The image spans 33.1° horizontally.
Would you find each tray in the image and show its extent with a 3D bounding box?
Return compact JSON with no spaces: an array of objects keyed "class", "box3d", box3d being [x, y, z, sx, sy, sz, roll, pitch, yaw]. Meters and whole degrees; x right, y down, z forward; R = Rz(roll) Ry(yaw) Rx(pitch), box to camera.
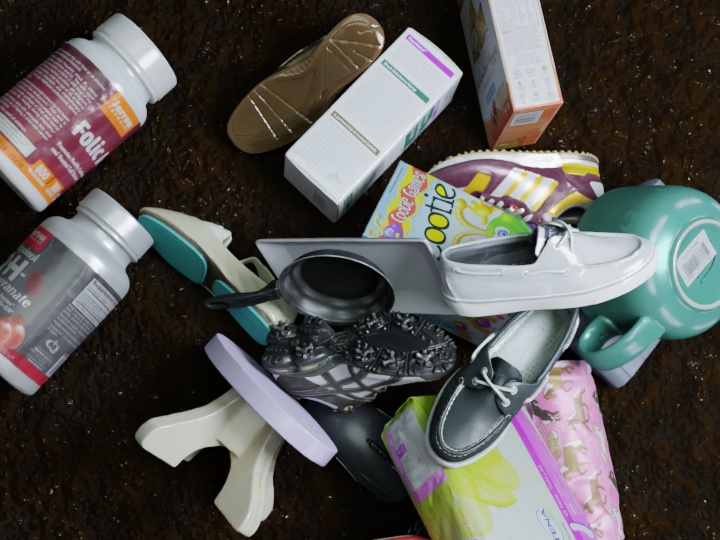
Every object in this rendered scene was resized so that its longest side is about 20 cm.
[{"class":"tray","box3d":[0.000,0.000,1.202,0.200,0.107,0.022,1,47,33]}]

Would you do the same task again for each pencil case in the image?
[{"class":"pencil case","box3d":[0.210,0.188,1.234,0.083,0.087,0.200,-13,77,23]}]

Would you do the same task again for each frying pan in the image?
[{"class":"frying pan","box3d":[-0.051,0.026,1.195,0.115,0.190,0.031,40,45,-35]}]

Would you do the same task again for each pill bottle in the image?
[{"class":"pill bottle","box3d":[-0.295,-0.165,1.248,0.200,0.114,0.114,-43,85,-11]},{"class":"pill bottle","box3d":[-0.303,0.017,1.211,0.111,0.111,0.200,40,78,4]}]

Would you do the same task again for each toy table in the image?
[{"class":"toy table","box3d":[-0.119,0.160,1.175,0.117,0.200,0.184,-49,119,-2]}]

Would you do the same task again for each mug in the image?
[{"class":"mug","box3d":[0.299,0.008,1.195,0.152,0.114,0.185,2,91,-30]}]

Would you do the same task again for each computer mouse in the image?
[{"class":"computer mouse","box3d":[0.045,0.172,1.240,0.140,0.046,0.200,-43,85,-12]}]

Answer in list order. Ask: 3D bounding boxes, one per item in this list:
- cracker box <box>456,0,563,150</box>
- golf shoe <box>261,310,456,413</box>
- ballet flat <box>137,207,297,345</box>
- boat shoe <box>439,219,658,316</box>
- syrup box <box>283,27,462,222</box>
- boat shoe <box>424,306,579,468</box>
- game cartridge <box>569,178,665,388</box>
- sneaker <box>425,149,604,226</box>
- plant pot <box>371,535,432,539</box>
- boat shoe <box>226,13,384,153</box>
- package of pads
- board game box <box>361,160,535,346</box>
[{"class":"cracker box","box3d":[0.154,-0.244,1.293,0.058,0.134,0.200,-9,78,-6]},{"class":"golf shoe","box3d":[0.005,0.094,1.193,0.200,0.095,0.078,2,45,24]},{"class":"ballet flat","box3d":[-0.143,-0.005,1.259,0.200,0.069,0.069,44,78,3]},{"class":"boat shoe","box3d":[0.170,-0.012,1.109,0.200,0.069,0.072,-6,38,12]},{"class":"syrup box","box3d":[0.013,-0.155,1.290,0.081,0.079,0.200,43,78,5]},{"class":"boat shoe","box3d":[0.130,0.094,1.113,0.076,0.060,0.200,34,66,7]},{"class":"game cartridge","box3d":[0.285,0.007,1.280,0.133,0.041,0.200,42,77,-13]},{"class":"sneaker","box3d":[0.163,-0.076,1.288,0.200,0.075,0.090,-4,74,-5]},{"class":"plant pot","box3d":[0.012,0.347,1.124,0.200,0.200,0.183,-8,74,-6]},{"class":"boat shoe","box3d":[-0.058,-0.202,1.303,0.200,0.072,0.072,-42,102,9]},{"class":"package of pads","box3d":[0.122,0.209,1.149,0.154,0.068,0.200,0,50,-40]},{"class":"board game box","box3d":[0.100,-0.007,1.242,0.200,0.105,0.103,26,60,1]}]
